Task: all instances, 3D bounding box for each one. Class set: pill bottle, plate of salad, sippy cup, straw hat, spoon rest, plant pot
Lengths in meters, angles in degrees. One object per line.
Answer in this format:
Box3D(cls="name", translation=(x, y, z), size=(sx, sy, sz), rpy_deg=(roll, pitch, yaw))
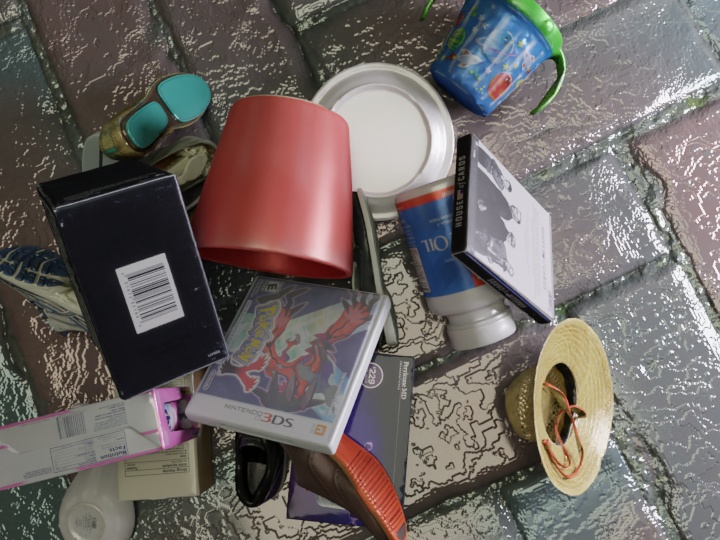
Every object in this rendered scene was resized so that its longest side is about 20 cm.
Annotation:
Box3D(cls="pill bottle", translation=(0.122, -0.012, 0.852), size=(0.111, 0.112, 0.202), rpy_deg=(-19, 94, 0))
Box3D(cls="plate of salad", translation=(0.021, -0.165, 0.911), size=(0.198, 0.048, 0.202), rpy_deg=(0, 94, 0))
Box3D(cls="sippy cup", translation=(0.161, -0.274, 0.887), size=(0.178, 0.139, 0.131), rpy_deg=(43, 97, 30))
Box3D(cls="straw hat", translation=(0.221, 0.159, 0.842), size=(0.085, 0.200, 0.203), rpy_deg=(-8, 80, 45))
Box3D(cls="spoon rest", translation=(-0.330, 0.261, 0.882), size=(0.098, 0.061, 0.202), rpy_deg=(4, 96, 5))
Box3D(cls="plant pot", translation=(-0.095, -0.094, 0.816), size=(0.199, 0.200, 0.179), rpy_deg=(7, 83, 4))

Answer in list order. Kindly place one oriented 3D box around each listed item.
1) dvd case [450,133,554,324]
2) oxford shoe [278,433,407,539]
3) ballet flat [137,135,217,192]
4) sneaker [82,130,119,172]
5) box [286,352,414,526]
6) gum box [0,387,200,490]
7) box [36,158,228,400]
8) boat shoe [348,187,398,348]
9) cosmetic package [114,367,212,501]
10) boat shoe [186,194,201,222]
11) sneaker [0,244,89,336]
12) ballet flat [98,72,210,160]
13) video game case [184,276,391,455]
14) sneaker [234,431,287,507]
Box3D(cls="dvd case", translation=(0.169, -0.043, 0.812), size=(0.025, 0.200, 0.151), rpy_deg=(-15, 56, 36))
Box3D(cls="oxford shoe", translation=(-0.025, 0.231, 0.790), size=(0.073, 0.071, 0.200), rpy_deg=(-43, 76, 16))
Box3D(cls="ballet flat", translation=(-0.255, -0.109, 0.872), size=(0.063, 0.068, 0.200), rpy_deg=(15, 45, 37))
Box3D(cls="sneaker", translation=(-0.326, -0.081, 0.914), size=(0.072, 0.071, 0.202), rpy_deg=(15, 105, 3))
Box3D(cls="box", translation=(-0.009, 0.199, 0.857), size=(0.140, 0.079, 0.202), rpy_deg=(4, 83, 1))
Box3D(cls="gum box", translation=(-0.287, 0.181, 0.781), size=(0.198, 0.114, 0.067), rpy_deg=(-14, 82, 3))
Box3D(cls="box", translation=(-0.247, -0.004, 0.752), size=(0.123, 0.198, 0.202), rpy_deg=(-21, 112, -24))
Box3D(cls="boat shoe", translation=(0.000, 0.000, 0.875), size=(0.060, 0.076, 0.202), rpy_deg=(-11, 89, 8))
Box3D(cls="cosmetic package", translation=(-0.244, 0.176, 0.873), size=(0.104, 0.071, 0.202), rpy_deg=(-4, 83, 3))
Box3D(cls="boat shoe", translation=(-0.227, -0.044, 0.893), size=(0.201, 0.086, 0.075), rpy_deg=(-35, 82, -2))
Box3D(cls="sneaker", translation=(-0.384, 0.039, 0.889), size=(0.199, 0.077, 0.086), rpy_deg=(25, 118, 3))
Box3D(cls="ballet flat", translation=(-0.261, -0.195, 0.886), size=(0.070, 0.200, 0.071), rpy_deg=(10, 126, 14))
Box3D(cls="video game case", translation=(-0.079, 0.098, 0.801), size=(0.181, 0.023, 0.201), rpy_deg=(8, 52, 21))
Box3D(cls="sneaker", translation=(-0.117, 0.185, 0.857), size=(0.075, 0.088, 0.202), rpy_deg=(0, 83, 3))
